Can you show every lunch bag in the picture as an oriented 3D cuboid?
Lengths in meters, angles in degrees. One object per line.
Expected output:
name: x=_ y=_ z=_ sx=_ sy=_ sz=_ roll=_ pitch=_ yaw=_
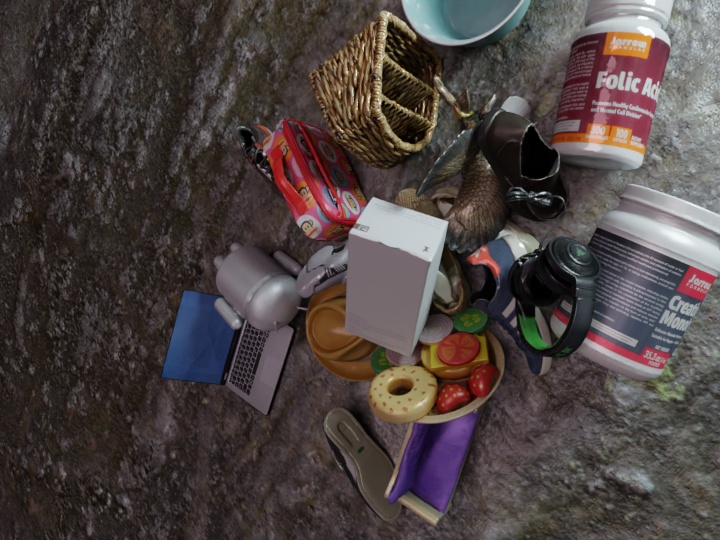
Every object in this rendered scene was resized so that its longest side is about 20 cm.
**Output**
lunch bag: x=-0.077 y=-0.146 z=0.854 sx=0.082 sy=0.175 sz=0.202 roll=-33 pitch=75 yaw=27

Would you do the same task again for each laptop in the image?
laptop: x=-0.255 y=0.160 z=1.001 sx=0.198 sy=0.115 sz=0.190 roll=26 pitch=104 yaw=28

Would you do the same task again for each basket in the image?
basket: x=0.049 y=-0.245 z=0.762 sx=0.148 sy=0.199 sz=0.144 roll=-29 pitch=75 yaw=27

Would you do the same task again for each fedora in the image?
fedora: x=-0.027 y=0.098 z=0.880 sx=0.198 sy=0.081 sz=0.204 roll=1 pitch=92 yaw=31

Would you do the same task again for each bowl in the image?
bowl: x=0.166 y=-0.406 z=0.745 sx=0.198 sy=0.105 sz=0.204 roll=0 pitch=89 yaw=30

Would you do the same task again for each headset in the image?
headset: x=0.215 y=0.000 z=0.622 sx=0.124 sy=0.093 sz=0.203 roll=135 pitch=142 yaw=-68

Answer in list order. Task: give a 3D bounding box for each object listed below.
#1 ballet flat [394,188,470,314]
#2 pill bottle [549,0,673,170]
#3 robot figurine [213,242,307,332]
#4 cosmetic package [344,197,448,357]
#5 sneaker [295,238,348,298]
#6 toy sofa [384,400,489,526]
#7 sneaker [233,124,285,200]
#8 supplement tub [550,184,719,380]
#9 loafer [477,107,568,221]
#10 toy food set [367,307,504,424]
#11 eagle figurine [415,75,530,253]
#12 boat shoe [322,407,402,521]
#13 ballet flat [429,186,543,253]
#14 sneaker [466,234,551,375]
ballet flat: x=0.105 y=-0.027 z=0.760 sx=0.070 sy=0.065 sz=0.202 roll=-29 pitch=91 yaw=21
pill bottle: x=0.314 y=-0.236 z=0.652 sx=0.113 sy=0.114 sz=0.203 roll=14 pitch=98 yaw=30
robot figurine: x=-0.185 y=0.032 z=0.955 sx=0.169 sy=0.113 sz=0.200 roll=-42 pitch=60 yaw=-15
cosmetic package: x=0.043 y=0.014 z=0.710 sx=0.112 sy=0.081 sz=0.202 roll=21 pitch=137 yaw=13
sneaker: x=0.000 y=0.000 z=0.826 sx=0.199 sy=0.115 sz=0.075 roll=-38 pitch=28 yaw=0
toy sofa: x=0.115 y=0.273 z=0.789 sx=0.082 sy=0.097 sz=0.203 roll=23 pitch=101 yaw=29
sneaker: x=-0.172 y=-0.195 z=0.966 sx=0.200 sy=0.082 sz=0.077 roll=48 pitch=113 yaw=22
supplement tub: x=0.333 y=0.014 z=0.629 sx=0.139 sy=0.140 sz=0.202 roll=29 pitch=106 yaw=27
loafer: x=0.220 y=-0.121 z=0.666 sx=0.073 sy=0.199 sz=0.071 roll=-56 pitch=39 yaw=-3
toy food set: x=0.107 y=0.133 z=0.756 sx=0.197 sy=0.199 sz=0.049 roll=-14 pitch=124 yaw=16
eagle figurine: x=0.147 y=-0.146 z=0.712 sx=0.150 sy=0.202 sz=0.152 roll=14 pitch=141 yaw=-8
boat shoe: x=0.002 y=0.327 z=0.888 sx=0.201 sy=0.071 sz=0.068 roll=55 pitch=152 yaw=11
ballet flat: x=0.178 y=-0.057 z=0.765 sx=0.199 sy=0.069 sz=0.070 roll=38 pitch=109 yaw=25
sneaker: x=0.199 y=0.057 z=0.719 sx=0.083 sy=0.075 sz=0.203 roll=-19 pitch=97 yaw=-1
